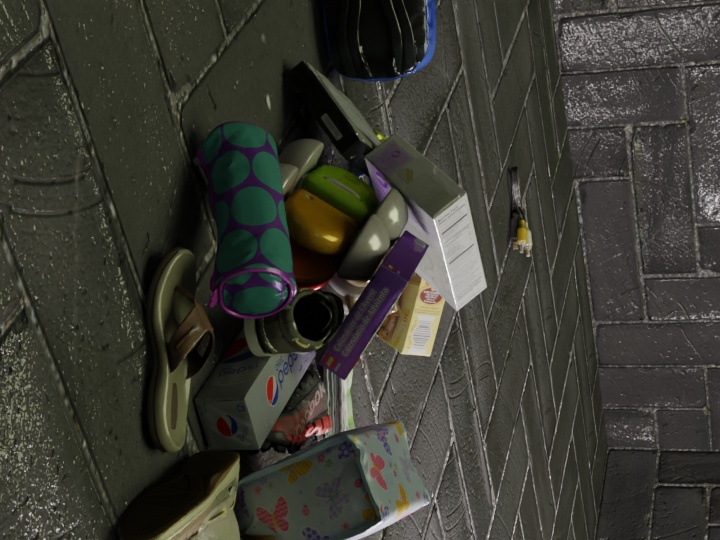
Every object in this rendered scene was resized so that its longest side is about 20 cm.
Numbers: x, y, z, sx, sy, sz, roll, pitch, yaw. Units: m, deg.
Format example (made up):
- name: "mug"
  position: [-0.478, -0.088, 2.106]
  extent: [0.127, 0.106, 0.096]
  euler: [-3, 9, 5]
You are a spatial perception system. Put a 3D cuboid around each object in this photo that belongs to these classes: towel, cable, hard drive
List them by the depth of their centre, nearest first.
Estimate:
- name: "hard drive"
  position: [-0.015, -0.185, 1.697]
  extent: [0.140, 0.038, 0.200]
  euler: [56, 9, 20]
- name: "towel"
  position: [-0.022, 0.169, 1.708]
  extent: [0.200, 0.030, 0.151]
  euler: [-20, 110, -85]
- name: "cable"
  position: [0.363, -0.129, 2.904]
  extent: [0.097, 0.050, 0.203]
  euler: [21, 70, -71]

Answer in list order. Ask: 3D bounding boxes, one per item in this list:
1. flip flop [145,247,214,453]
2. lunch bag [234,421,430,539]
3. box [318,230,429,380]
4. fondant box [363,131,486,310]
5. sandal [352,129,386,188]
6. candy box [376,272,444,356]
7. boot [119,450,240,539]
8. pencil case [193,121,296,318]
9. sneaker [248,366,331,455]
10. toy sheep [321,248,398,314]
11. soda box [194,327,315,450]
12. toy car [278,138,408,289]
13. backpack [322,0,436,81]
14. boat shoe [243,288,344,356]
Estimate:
- name: "flip flop"
  position: [-0.174, 0.079, 1.288]
  extent: [0.081, 0.057, 0.203]
  euler: [26, 64, -69]
- name: "lunch bag"
  position: [-0.045, 0.256, 1.440]
  extent: [0.169, 0.198, 0.129]
  euler: [5, 65, -69]
- name: "box"
  position: [0.019, 0.036, 1.519]
  extent: [0.138, 0.039, 0.200]
  euler: [-58, 178, 16]
- name: "fondant box"
  position: [0.085, -0.061, 1.658]
  extent: [0.058, 0.144, 0.201]
  euler: [-36, 144, -14]
- name: "sandal"
  position: [0.052, -0.118, 1.828]
  extent: [0.087, 0.200, 0.079]
  euler: [-50, 128, 4]
- name: "candy box"
  position: [0.076, 0.008, 1.857]
  extent: [0.055, 0.115, 0.202]
  euler: [7, 104, -32]
- name: "boot"
  position: [-0.167, 0.282, 1.281]
  extent: [0.200, 0.071, 0.157]
  euler: [-39, 127, -68]
- name: "pencil case"
  position: [-0.121, -0.053, 1.346]
  extent: [0.085, 0.091, 0.202]
  euler: [106, -22, -52]
- name: "sneaker"
  position: [-0.087, 0.161, 1.521]
  extent: [0.200, 0.070, 0.099]
  euler: [-12, 100, -73]
- name: "toy sheep"
  position: [0.000, 0.000, 1.708]
  extent: [0.200, 0.136, 0.140]
  euler: [142, -52, -83]
- name: "soda box"
  position: [-0.114, 0.116, 1.452]
  extent: [0.200, 0.063, 0.069]
  euler: [-60, 141, -57]
- name: "toy car"
  position: [-0.051, -0.048, 1.555]
  extent: [0.151, 0.174, 0.200]
  euler: [-61, 177, 30]
- name: "backpack"
  position: [0.036, -0.364, 1.785]
  extent: [0.168, 0.160, 0.203]
  euler: [-35, 121, -72]
- name: "boat shoe"
  position: [-0.058, 0.056, 1.443]
  extent: [0.201, 0.060, 0.073]
  euler: [-12, 90, -67]
